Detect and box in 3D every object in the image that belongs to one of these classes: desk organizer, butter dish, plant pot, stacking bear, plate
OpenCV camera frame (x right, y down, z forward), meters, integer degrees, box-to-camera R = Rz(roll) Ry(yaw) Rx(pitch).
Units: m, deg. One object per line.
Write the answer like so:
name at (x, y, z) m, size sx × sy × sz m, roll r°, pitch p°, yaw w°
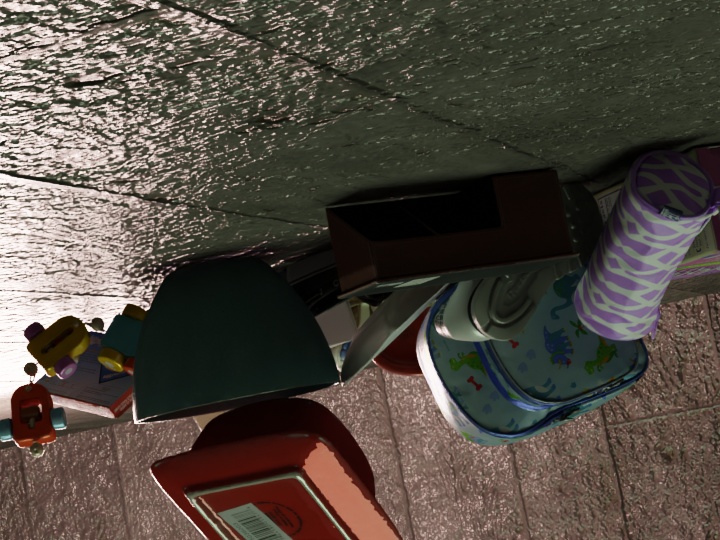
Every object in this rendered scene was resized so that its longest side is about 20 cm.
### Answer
desk organizer at (0.076, -0.031, 1.379) m, size 0.199 × 0.077 × 0.072 m, roll -8°, pitch 173°, yaw -28°
butter dish at (-0.071, 0.190, 1.610) m, size 0.199 × 0.148 × 0.200 m, roll -15°, pitch 131°, yaw 25°
plant pot at (-0.129, 0.062, 1.575) m, size 0.199 × 0.135 × 0.200 m, roll -11°, pitch 174°, yaw -1°
stacking bear at (0.071, 0.068, 2.104) m, size 0.113 × 0.122 × 0.200 m, roll -25°, pitch 180°, yaw 10°
plate at (0.064, 0.012, 1.538) m, size 0.200 × 0.032 × 0.200 m, roll -42°, pitch 177°, yaw -24°

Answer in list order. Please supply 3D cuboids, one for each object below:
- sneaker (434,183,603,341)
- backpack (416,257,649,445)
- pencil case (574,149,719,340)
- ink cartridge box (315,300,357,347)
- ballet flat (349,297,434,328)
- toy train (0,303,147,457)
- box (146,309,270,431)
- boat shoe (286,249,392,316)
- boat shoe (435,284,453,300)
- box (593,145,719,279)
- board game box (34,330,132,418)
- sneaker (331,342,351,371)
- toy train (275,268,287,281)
sneaker at (0.144, -0.010, 1.502) m, size 0.200 × 0.076 × 0.080 m, roll -42°, pitch -167°, yaw -30°
backpack at (0.163, 0.070, 1.621) m, size 0.200 × 0.183 × 0.147 m, roll -28°, pitch 174°, yaw -9°
pencil case at (0.253, -0.020, 1.454) m, size 0.085 × 0.084 × 0.200 m, roll 14°, pitch 143°, yaw -2°
ink cartridge box at (-0.114, 0.070, 1.842) m, size 0.146 × 0.085 × 0.200 m, roll -15°, pitch 175°, yaw -30°
ballet flat at (0.013, 0.036, 1.897) m, size 0.071 × 0.071 × 0.200 m, roll -5°, pitch 171°, yaw -44°
toy train at (-0.282, 0.116, 1.721) m, size 0.199 × 0.151 × 0.056 m, roll -15°, pitch 153°, yaw -3°
box at (-0.163, 0.100, 1.758) m, size 0.021 × 0.164 × 0.200 m, roll -35°, pitch -174°, yaw -28°
boat shoe at (0.006, 0.004, 1.607) m, size 0.200 × 0.066 × 0.070 m, roll -18°, pitch 171°, yaw 38°
boat shoe at (0.135, 0.039, 1.862) m, size 0.075 × 0.062 × 0.200 m, roll 11°, pitch -173°, yaw -29°
box at (0.347, -0.056, 1.548) m, size 0.175 × 0.097 × 0.200 m, roll -9°, pitch 174°, yaw -21°
board game box at (-0.285, 0.113, 1.821) m, size 0.103 × 0.019 × 0.200 m, roll -46°, pitch -153°, yaw -25°
sneaker at (-0.039, 0.063, 2.009) m, size 0.085 × 0.077 × 0.200 m, roll 13°, pitch -169°, yaw 0°
toy train at (0.000, 0.000, 1.710) m, size 0.199 × 0.034 × 0.046 m, roll -11°, pitch 170°, yaw -2°
